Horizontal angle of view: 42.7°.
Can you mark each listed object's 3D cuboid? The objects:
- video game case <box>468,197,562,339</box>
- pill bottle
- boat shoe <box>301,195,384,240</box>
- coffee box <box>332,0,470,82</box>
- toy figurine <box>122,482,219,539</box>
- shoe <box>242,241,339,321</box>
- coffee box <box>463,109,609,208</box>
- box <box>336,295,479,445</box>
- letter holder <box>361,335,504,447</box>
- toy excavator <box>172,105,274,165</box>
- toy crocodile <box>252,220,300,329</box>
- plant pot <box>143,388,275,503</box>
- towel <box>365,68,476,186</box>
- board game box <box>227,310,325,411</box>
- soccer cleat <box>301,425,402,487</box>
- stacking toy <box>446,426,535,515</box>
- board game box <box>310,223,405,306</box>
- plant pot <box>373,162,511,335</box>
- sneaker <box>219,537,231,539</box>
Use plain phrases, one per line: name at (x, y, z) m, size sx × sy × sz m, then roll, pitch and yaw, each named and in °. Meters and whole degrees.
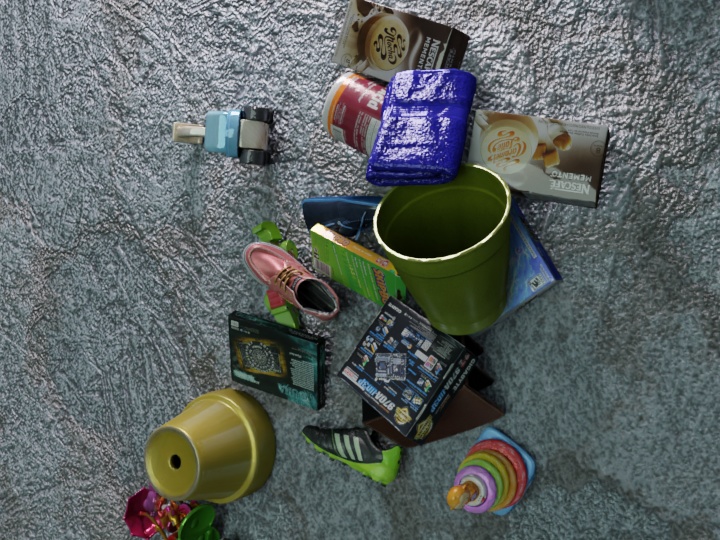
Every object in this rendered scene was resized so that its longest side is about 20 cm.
video game case at (0.193, -0.021, 1.464) m, size 0.180 × 0.045 × 0.202 m, roll -37°, pitch 75°, yaw 26°
pill bottle at (0.044, -0.235, 1.499) m, size 0.198 × 0.114 × 0.116 m, roll 30°, pitch 105°, yaw 24°
boat shoe at (-0.013, -0.091, 1.568) m, size 0.197 × 0.083 × 0.070 m, roll 5°, pitch 102°, yaw 45°
coffee box at (0.065, -0.361, 1.502) m, size 0.197 × 0.079 × 0.115 m, roll 24°, pitch 103°, yaw 26°
toy figurine at (-0.374, 0.473, 1.745) m, size 0.183 × 0.149 × 0.204 m, roll 33°, pitch 119°, yaw 33°
shoe at (-0.117, 0.015, 1.572) m, size 0.199 × 0.091 × 0.072 m, roll 37°, pitch 82°, yaw -1°
coffee box at (0.264, -0.165, 1.373) m, size 0.196 × 0.080 × 0.117 m, roll 11°, pitch 89°, yaw 17°
box at (0.069, 0.150, 1.429) m, size 0.160 × 0.046 × 0.199 m, roll -56°, pitch 41°, yaw -1°
letter holder at (0.120, 0.199, 1.493) m, size 0.197 × 0.142 × 0.102 m, roll -24°, pitch 48°, yaw 29°
toy excavator at (-0.256, -0.250, 1.664) m, size 0.195 × 0.195 × 0.102 m, roll 6°, pitch 96°, yaw 0°
toy crocodile at (-0.148, 0.012, 1.644) m, size 0.066 × 0.061 × 0.205 m, roll -11°, pitch 87°, yaw 28°
plant pot at (-0.281, 0.328, 1.658) m, size 0.197 × 0.188 × 0.206 m, roll 1°, pitch 93°, yaw 27°
towel at (0.089, -0.217, 1.366) m, size 0.145 × 0.050 × 0.203 m, roll -1°, pitch 56°, yaw 23°
board game box at (-0.151, 0.160, 1.649) m, size 0.197 × 0.028 × 0.138 m, roll 15°, pitch 117°, yaw 28°
soccer cleat at (-0.013, 0.299, 1.583) m, size 0.197 × 0.067 × 0.082 m, roll 20°, pitch 81°, yaw 32°
stacking toy at (0.180, 0.324, 1.395) m, size 0.109 × 0.199 × 0.118 m, roll 36°, pitch 107°, yaw 22°
board game box at (0.000, 0.000, 1.553) m, size 0.198 × 0.030 × 0.097 m, roll 30°, pitch 144°, yaw 26°
plant pot at (0.136, -0.016, 1.345) m, size 0.197 × 0.202 × 0.195 m, roll 8°, pitch 139°, yaw 28°
sneaker at (-0.183, 0.560, 1.692) m, size 0.082 × 0.077 × 0.200 m, roll -43°, pitch 71°, yaw -5°
